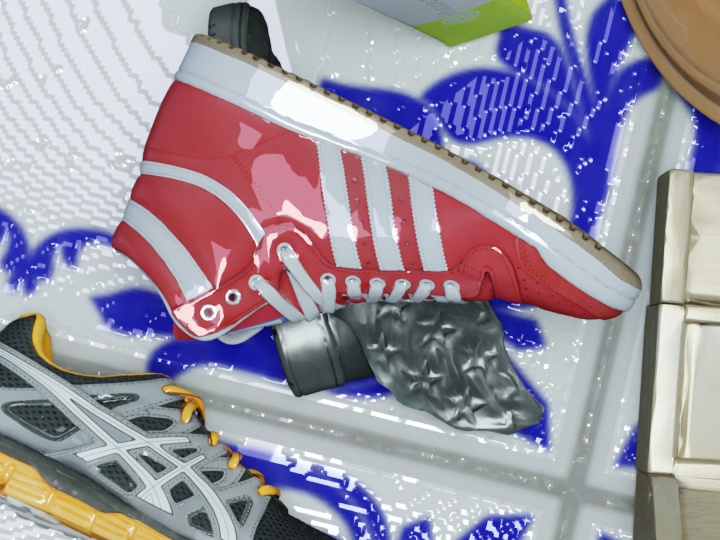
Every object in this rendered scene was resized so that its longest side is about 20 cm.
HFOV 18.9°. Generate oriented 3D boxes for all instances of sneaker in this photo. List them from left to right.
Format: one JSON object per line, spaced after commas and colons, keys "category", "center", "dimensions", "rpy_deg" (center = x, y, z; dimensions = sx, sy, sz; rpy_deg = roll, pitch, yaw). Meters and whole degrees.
{"category": "sneaker", "center": [-0.080, 0.084, 0.881], "dimensions": [0.200, 0.078, 0.077], "rpy_deg": [25, 75, 3]}
{"category": "sneaker", "center": [0.000, 0.000, 0.836], "dimensions": [0.200, 0.071, 0.113], "rpy_deg": [27, 89, 10]}
{"category": "sneaker", "center": [0.006, -0.022, 0.901], "dimensions": [0.104, 0.060, 0.200], "rpy_deg": [-13, 88, 1]}

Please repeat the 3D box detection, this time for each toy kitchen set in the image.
{"category": "toy kitchen set", "center": [0.197, 0.062, 0.823], "dimensions": [0.163, 0.180, 0.200], "rpy_deg": [4, 87, 0]}

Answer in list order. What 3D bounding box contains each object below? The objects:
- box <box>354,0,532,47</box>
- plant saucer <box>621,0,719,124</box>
{"category": "box", "center": [0.007, -0.162, 0.844], "dimensions": [0.048, 0.200, 0.122], "rpy_deg": [-17, 83, 18]}
{"category": "plant saucer", "center": [0.175, -0.147, 0.857], "dimensions": [0.032, 0.200, 0.200], "rpy_deg": [-8, 80, -43]}
